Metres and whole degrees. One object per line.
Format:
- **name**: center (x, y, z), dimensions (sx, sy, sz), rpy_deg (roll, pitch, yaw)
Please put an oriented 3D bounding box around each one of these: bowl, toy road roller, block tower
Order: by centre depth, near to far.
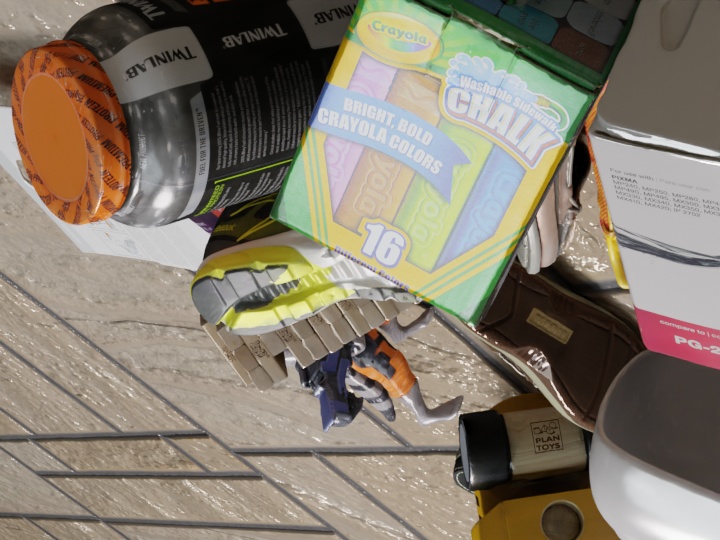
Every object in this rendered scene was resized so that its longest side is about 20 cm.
- **block tower**: center (0.000, 0.000, 1.247), dimensions (0.058, 0.199, 0.054), rpy_deg (55, -171, -27)
- **bowl**: center (0.240, 0.137, 1.287), dimensions (0.198, 0.200, 0.075), rpy_deg (22, 112, 12)
- **toy road roller**: center (0.140, 0.191, 1.513), dimensions (0.122, 0.202, 0.146), rpy_deg (-8, 164, -4)

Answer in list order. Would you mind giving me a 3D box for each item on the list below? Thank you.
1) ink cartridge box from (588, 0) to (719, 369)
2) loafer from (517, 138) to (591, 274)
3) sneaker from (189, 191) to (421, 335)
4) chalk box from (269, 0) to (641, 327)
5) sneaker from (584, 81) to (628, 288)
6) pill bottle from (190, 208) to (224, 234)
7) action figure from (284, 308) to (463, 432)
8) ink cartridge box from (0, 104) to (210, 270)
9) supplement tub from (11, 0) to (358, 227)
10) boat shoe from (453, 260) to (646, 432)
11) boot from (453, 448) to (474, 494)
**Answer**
- **ink cartridge box**: center (0.186, -0.061, 1.001), dimensions (0.084, 0.146, 0.200), rpy_deg (14, 154, 24)
- **loafer**: center (0.110, -0.063, 1.183), dimensions (0.062, 0.072, 0.200), rpy_deg (-18, 149, 0)
- **sneaker**: center (-0.005, -0.028, 1.174), dimensions (0.198, 0.085, 0.075), rpy_deg (-11, 137, 13)
- **chalk box**: center (0.056, -0.101, 0.997), dimensions (0.123, 0.125, 0.201), rpy_deg (28, 126, 4)
- **sneaker**: center (0.160, -0.054, 1.120), dimensions (0.072, 0.078, 0.200), rpy_deg (1, 150, 18)
- **pill bottle**: center (-0.054, -0.060, 1.302), dimensions (0.200, 0.113, 0.112), rpy_deg (37, 155, -23)
- **action figure**: center (-0.024, 0.058, 1.414), dimensions (0.192, 0.201, 0.105), rpy_deg (25, 130, -26)
- **ink cartridge box**: center (-0.185, -0.074, 1.504), dimensions (0.172, 0.044, 0.200), rpy_deg (10, 151, 37)
- **supplement tub**: center (-0.083, -0.096, 1.124), dimensions (0.122, 0.199, 0.124), rpy_deg (28, 126, 45)
- **boat shoe**: center (0.127, 0.042, 1.392), dimensions (0.202, 0.075, 0.075), rpy_deg (41, 177, -30)
- **boot**: center (0.139, 0.222, 1.618), dimensions (0.202, 0.155, 0.074), rpy_deg (11, 152, 33)
